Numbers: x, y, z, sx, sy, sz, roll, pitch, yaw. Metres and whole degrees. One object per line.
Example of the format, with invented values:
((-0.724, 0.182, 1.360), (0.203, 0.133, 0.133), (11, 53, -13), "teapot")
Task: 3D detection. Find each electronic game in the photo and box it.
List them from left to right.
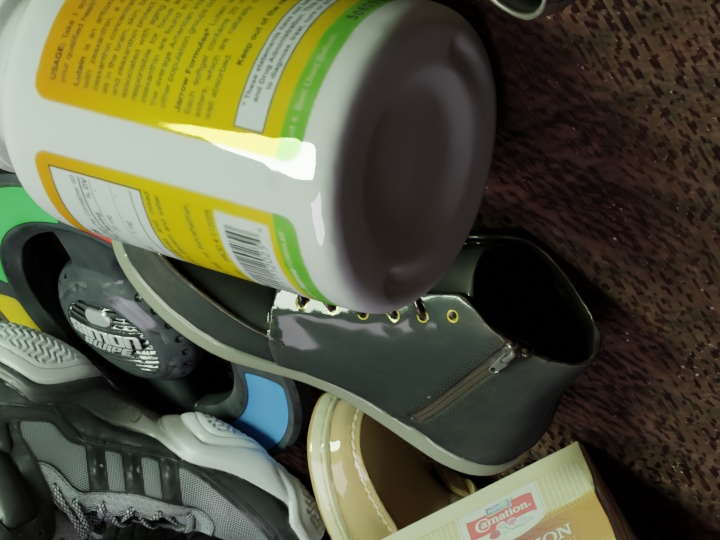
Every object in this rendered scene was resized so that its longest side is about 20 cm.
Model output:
((-0.110, 0.022, 1.062), (0.199, 0.042, 0.200), (27, 150, 17), "electronic game")

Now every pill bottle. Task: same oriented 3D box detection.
((-0.060, -0.060, 0.815), (0.199, 0.111, 0.111), (16, 146, 31), "pill bottle")

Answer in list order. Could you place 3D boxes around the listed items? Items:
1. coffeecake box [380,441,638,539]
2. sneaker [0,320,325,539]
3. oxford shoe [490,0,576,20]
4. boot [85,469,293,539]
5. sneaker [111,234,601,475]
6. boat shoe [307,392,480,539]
((0.078, 0.196, 1.004), (0.200, 0.153, 0.073), (58, -171, -35), "coffeecake box")
((-0.123, 0.115, 1.066), (0.199, 0.114, 0.076), (28, 157, 0), "sneaker")
((0.005, -0.154, 0.637), (0.200, 0.085, 0.073), (43, 152, -11), "oxford shoe")
((-0.115, 0.173, 1.185), (0.199, 0.070, 0.132), (-5, 140, 5), "boot")
((0.000, 0.000, 0.894), (0.199, 0.075, 0.106), (27, 147, -3), "sneaker")
((0.043, 0.128, 1.041), (0.069, 0.074, 0.200), (-11, 130, 29), "boat shoe")
